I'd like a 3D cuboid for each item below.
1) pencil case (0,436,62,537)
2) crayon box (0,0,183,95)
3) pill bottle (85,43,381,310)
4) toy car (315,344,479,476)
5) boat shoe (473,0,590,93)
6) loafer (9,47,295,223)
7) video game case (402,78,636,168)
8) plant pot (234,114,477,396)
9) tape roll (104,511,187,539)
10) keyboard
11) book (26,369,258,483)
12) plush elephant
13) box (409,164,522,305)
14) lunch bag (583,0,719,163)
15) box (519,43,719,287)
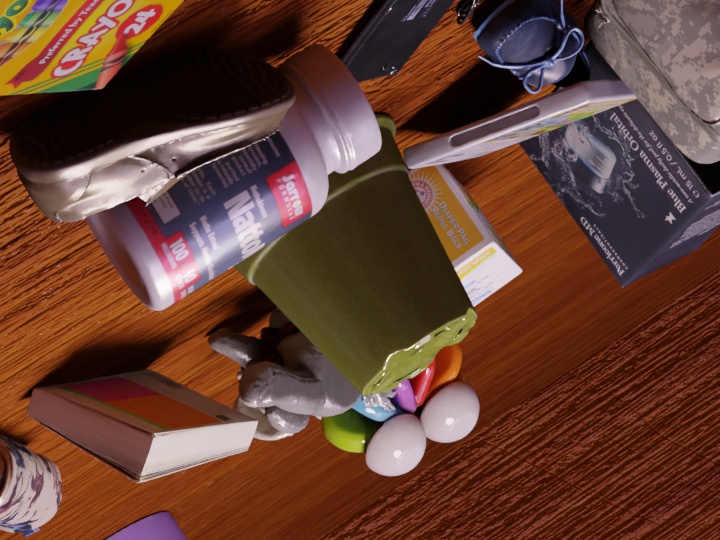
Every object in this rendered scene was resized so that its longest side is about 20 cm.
[{"bbox_3d":[-0.335,0.199,1.808,0.089,0.078,0.200,-49,168,-5],"label":"pencil case"},{"bbox_3d":[-0.173,-0.149,1.042,0.127,0.051,0.200,-42,165,29],"label":"crayon box"},{"bbox_3d":[-0.091,-0.071,1.376,0.200,0.120,0.120,-33,167,-13],"label":"pill bottle"},{"bbox_3d":[0.039,0.135,2.377,0.200,0.175,0.150,-29,141,-24],"label":"toy car"},{"bbox_3d":[0.162,-0.195,1.684,0.084,0.069,0.200,-41,166,23],"label":"boat shoe"},{"bbox_3d":[-0.136,-0.088,1.285,0.200,0.076,0.068,-18,142,-24],"label":"loafer"},{"bbox_3d":[0.154,-0.138,1.815,0.182,0.023,0.200,-19,179,23],"label":"video game case"},{"bbox_3d":[0.000,0.000,1.702,0.200,0.190,0.200,-33,166,-9],"label":"plant pot"},{"bbox_3d":[-0.313,0.410,2.603,0.200,0.085,0.200,-34,168,-9],"label":"tape roll"},{"bbox_3d":[0.059,-0.210,1.485,0.127,0.021,0.200,-17,159,-40],"label":"keyboard"},{"bbox_3d":[-0.199,0.135,1.825,0.200,0.133,0.048,-5,117,-65],"label":"book"},{"bbox_3d":[-0.076,0.090,1.968,0.155,0.165,0.200,-1,154,40],"label":"plush elephant"},{"bbox_3d":[0.079,-0.028,1.972,0.101,0.113,0.200,-35,167,6],"label":"box"},{"bbox_3d":[0.303,-0.215,1.699,0.139,0.200,0.168,-34,171,-19],"label":"lunch bag"},{"bbox_3d":[0.289,-0.123,1.980,0.117,0.197,0.200,-27,165,-30],"label":"box"}]
